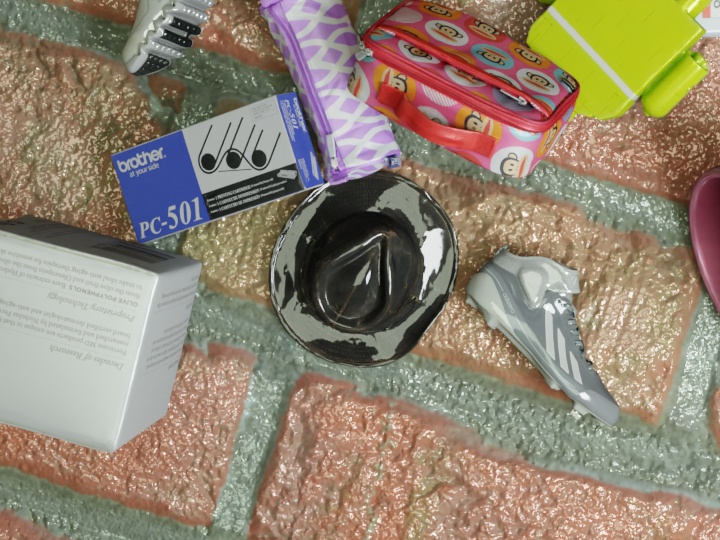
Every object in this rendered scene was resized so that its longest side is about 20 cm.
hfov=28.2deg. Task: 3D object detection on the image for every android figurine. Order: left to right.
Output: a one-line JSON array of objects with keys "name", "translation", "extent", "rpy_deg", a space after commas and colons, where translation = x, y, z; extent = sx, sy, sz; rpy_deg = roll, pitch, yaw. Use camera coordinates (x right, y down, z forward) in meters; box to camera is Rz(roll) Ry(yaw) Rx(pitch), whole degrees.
[{"name": "android figurine", "translation": [0.243, -0.227, 1.371], "extent": [0.182, 0.041, 0.200], "rpy_deg": [47, 110, 12]}]

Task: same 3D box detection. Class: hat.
[{"name": "hat", "translation": [0.000, 0.000, 1.400], "extent": [0.199, 0.081, 0.202], "rpy_deg": [0, 93, 4]}]

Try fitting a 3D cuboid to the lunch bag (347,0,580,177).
[{"name": "lunch bag", "translation": [0.090, -0.165, 1.322], "extent": [0.199, 0.176, 0.082], "rpy_deg": [28, 124, 11]}]

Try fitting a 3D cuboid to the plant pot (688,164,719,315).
[{"name": "plant pot", "translation": [0.432, -0.029, 1.326], "extent": [0.178, 0.200, 0.201], "rpy_deg": [-21, 93, -10]}]

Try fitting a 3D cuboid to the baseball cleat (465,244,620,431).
[{"name": "baseball cleat", "translation": [0.197, 0.059, 1.397], "extent": [0.200, 0.070, 0.107], "rpy_deg": [43, 96, -1]}]

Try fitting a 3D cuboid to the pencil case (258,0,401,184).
[{"name": "pencil case", "translation": [-0.031, -0.179, 1.385], "extent": [0.084, 0.085, 0.201], "rpy_deg": [-24, 87, 48]}]

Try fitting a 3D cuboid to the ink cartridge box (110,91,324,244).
[{"name": "ink cartridge box", "translation": [-0.140, -0.098, 1.386], "extent": [0.199, 0.044, 0.095], "rpy_deg": [-16, 94, 27]}]

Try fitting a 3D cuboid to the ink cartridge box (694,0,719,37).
[{"name": "ink cartridge box", "translation": [0.407, -0.307, 1.369], "extent": [0.199, 0.050, 0.163], "rpy_deg": [-1, 94, 7]}]

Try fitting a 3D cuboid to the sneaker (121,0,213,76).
[{"name": "sneaker", "translation": [-0.182, -0.285, 1.404], "extent": [0.081, 0.075, 0.201], "rpy_deg": [32, 93, 15]}]

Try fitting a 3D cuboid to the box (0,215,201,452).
[{"name": "box", "translation": [-0.279, 0.053, 1.363], "extent": [0.199, 0.199, 0.172], "rpy_deg": [14, 95, 4]}]
